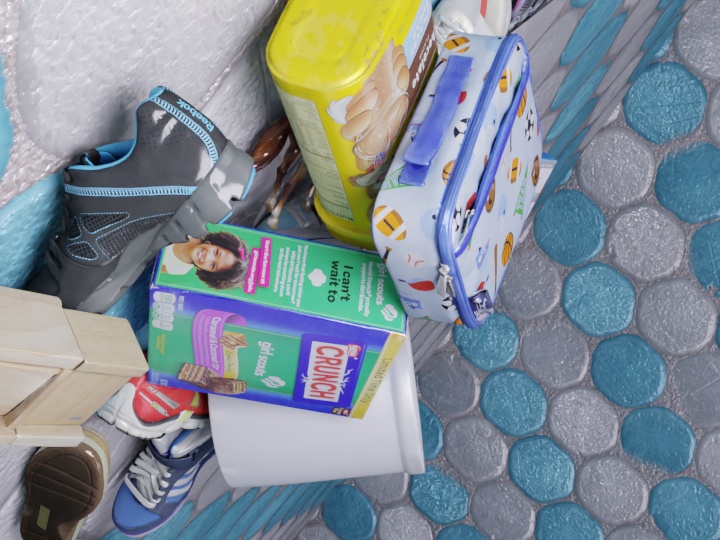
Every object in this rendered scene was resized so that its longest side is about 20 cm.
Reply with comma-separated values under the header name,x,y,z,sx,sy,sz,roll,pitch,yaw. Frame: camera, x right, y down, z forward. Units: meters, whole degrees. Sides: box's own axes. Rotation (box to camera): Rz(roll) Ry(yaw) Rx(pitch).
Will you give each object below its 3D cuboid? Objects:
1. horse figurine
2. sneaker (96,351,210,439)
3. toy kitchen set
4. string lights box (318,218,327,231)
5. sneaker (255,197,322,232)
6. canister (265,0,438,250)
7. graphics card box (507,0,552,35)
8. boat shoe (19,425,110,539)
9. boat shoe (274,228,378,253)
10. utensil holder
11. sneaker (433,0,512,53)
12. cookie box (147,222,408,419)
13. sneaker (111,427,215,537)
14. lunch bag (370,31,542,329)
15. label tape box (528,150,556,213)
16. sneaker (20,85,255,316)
name,x,y,z,sx,sy,sz,roll,pitch,yaw
horse figurine,-0.035,-0.107,0.822,0.199,0.049,0.134,-14,132,-62
sneaker,-0.173,0.105,0.922,0.086,0.076,0.200,-62,169,10
toy kitchen set,-0.213,0.129,0.501,0.163,0.182,0.199,-40,154,18
string lights box,-0.039,0.029,1.078,0.201,0.102,0.059,-56,-172,29
sneaker,-0.087,0.007,0.960,0.081,0.074,0.201,-29,151,-21
canister,0.006,-0.128,0.697,0.201,0.085,0.150,69,42,-61
graphics card box,0.187,-0.339,0.954,0.125,0.051,0.201,-42,166,-36
boat shoe,-0.265,0.189,0.876,0.201,0.071,0.077,-52,-176,44
boat shoe,0.000,0.000,0.890,0.197,0.067,0.074,-8,134,-32
utensil holder,-0.041,0.129,0.963,0.196,0.173,0.170,-8,167,3
sneaker,0.074,-0.197,0.911,0.093,0.070,0.201,-44,171,-49
cookie box,-0.072,0.044,0.788,0.172,0.196,0.076,111,-13,-56
sneaker,-0.222,0.204,1.046,0.200,0.080,0.147,-46,160,-5
lunch bag,0.075,-0.065,0.694,0.161,0.074,0.203,66,40,-54
label tape box,0.116,-0.045,1.015,0.143,0.063,0.202,-8,128,-58
sneaker,-0.156,-0.033,0.589,0.199,0.082,0.074,-36,-159,21
